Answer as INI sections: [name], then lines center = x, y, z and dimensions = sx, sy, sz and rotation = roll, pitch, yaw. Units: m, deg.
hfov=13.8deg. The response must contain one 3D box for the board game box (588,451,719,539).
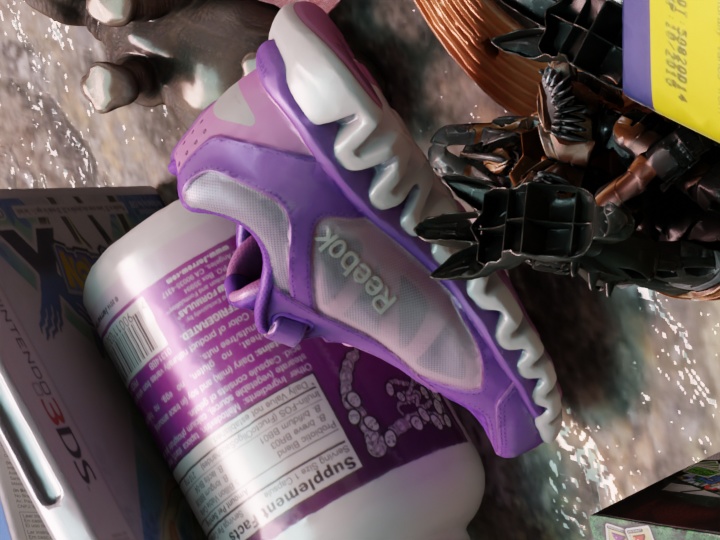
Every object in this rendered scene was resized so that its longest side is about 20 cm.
[board game box]
center = 0.171, 0.075, 0.902
dimensions = 0.200, 0.104, 0.024
rotation = 4, 109, 56

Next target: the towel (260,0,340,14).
[towel]
center = -0.082, -0.149, 1.057
dimensions = 0.144, 0.199, 0.023
rotation = 144, 142, -66

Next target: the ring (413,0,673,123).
[ring]
center = 0.064, -0.140, 1.011
dimensions = 0.200, 0.019, 0.202
rotation = 33, 134, 42

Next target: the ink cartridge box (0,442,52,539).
[ink cartridge box]
center = -0.111, 0.113, 1.282
dimensions = 0.076, 0.136, 0.201
rotation = -48, 49, 41

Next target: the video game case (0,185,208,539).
[video game case]
center = -0.096, 0.047, 1.222
dimensions = 0.022, 0.200, 0.183
rotation = -34, 78, 21

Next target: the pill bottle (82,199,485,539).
[pill bottle]
center = -0.019, 0.066, 1.176
dimensions = 0.201, 0.112, 0.112
rotation = 60, 148, 11

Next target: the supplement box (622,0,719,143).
[supplement box]
center = 0.174, -0.078, 0.798
dimensions = 0.200, 0.109, 0.110
rotation = 31, 134, 44

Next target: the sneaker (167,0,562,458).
[sneaker]
center = 0.000, 0.000, 1.071
dimensions = 0.200, 0.088, 0.081
rotation = 53, -176, -31

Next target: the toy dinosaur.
[toy dinosaur]
center = 0.097, -0.032, 0.953
dimensions = 0.199, 0.135, 0.103
rotation = -13, 65, 38

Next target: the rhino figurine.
[rhino figurine]
center = -0.075, -0.090, 1.158
dimensions = 0.199, 0.087, 0.060
rotation = 30, 109, 22
